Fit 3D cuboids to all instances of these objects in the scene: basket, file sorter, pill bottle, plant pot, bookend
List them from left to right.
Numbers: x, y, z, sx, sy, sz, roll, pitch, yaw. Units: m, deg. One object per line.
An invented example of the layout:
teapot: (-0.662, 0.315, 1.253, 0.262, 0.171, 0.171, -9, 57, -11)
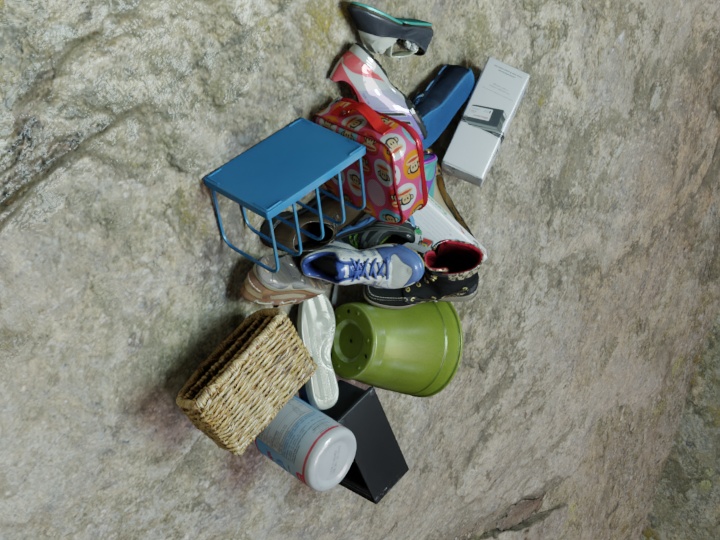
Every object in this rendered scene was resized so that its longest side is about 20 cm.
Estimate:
basket: (-0.190, 0.146, 1.472, 0.200, 0.142, 0.150, -47, 138, -18)
file sorter: (-0.104, -0.111, 1.438, 0.200, 0.138, 0.124, -38, 139, -31)
pill bottle: (-0.110, 0.266, 1.589, 0.108, 0.199, 0.110, -27, 129, -38)
bookend: (-0.038, 0.280, 1.717, 0.092, 0.198, 0.201, -40, 126, -28)
plant pot: (0.044, 0.124, 1.713, 0.192, 0.200, 0.202, 5, 106, -44)

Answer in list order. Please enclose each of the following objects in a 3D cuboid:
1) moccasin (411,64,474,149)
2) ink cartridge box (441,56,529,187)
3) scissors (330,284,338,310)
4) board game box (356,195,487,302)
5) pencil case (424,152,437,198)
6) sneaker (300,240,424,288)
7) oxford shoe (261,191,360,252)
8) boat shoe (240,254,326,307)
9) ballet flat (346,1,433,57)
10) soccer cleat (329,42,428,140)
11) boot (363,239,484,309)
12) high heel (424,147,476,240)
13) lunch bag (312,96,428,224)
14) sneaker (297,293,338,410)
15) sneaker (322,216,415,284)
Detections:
moccasin: (0.116, -0.274, 1.670, 0.200, 0.068, 0.081, -46, 147, -21)
ink cartridge box: (0.222, -0.260, 1.744, 0.145, 0.084, 0.202, 9, 106, -84)
scissors: (-0.054, 0.078, 1.704, 0.073, 0.014, 0.202, -26, 130, -39)
board game box: (0.105, -0.052, 1.666, 0.200, 0.035, 0.126, 42, 112, -19)
pencil case: (0.082, -0.110, 1.704, 0.092, 0.085, 0.202, -20, 126, -38)
sneaker: (0.000, 0.000, 1.533, 0.088, 0.198, 0.076, -33, 123, -61)
oxford shoe: (-0.059, -0.070, 1.558, 0.199, 0.084, 0.073, -30, 130, -39)
boat shoe: (-0.125, 0.021, 1.550, 0.072, 0.076, 0.199, -42, 157, 18)
ballet flat: (0.046, -0.370, 1.528, 0.199, 0.073, 0.074, -4, 113, -52)
soccer cleat: (0.031, -0.268, 1.546, 0.073, 0.068, 0.200, -43, 123, 2)
boot: (0.105, 0.007, 1.593, 0.151, 0.197, 0.074, 97, -7, -70)
high heel: (0.161, -0.121, 1.745, 0.071, 0.142, 0.202, -32, 133, -35)
lunch bag: (0.010, -0.178, 1.485, 0.082, 0.199, 0.177, -35, 135, -26)
sneaker: (-0.089, 0.135, 1.648, 0.074, 0.084, 0.203, 3, 80, -35)
sneaker: (0.005, -0.032, 1.608, 0.198, 0.083, 0.071, -30, 148, 20)
